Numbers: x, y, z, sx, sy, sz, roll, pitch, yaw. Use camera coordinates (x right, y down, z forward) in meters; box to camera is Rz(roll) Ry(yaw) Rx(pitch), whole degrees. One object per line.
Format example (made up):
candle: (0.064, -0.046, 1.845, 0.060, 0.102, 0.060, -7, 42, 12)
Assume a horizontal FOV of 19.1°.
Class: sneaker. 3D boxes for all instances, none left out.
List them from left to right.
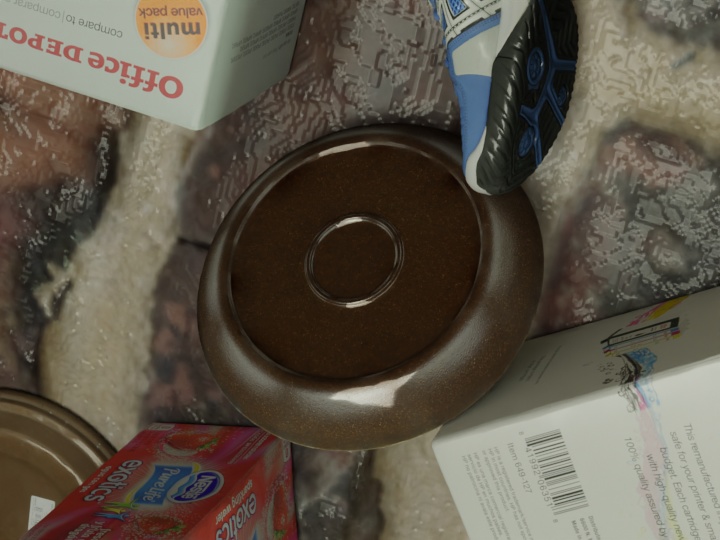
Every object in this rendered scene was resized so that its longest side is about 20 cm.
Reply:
sneaker: (0.070, -0.141, 1.146, 0.077, 0.076, 0.202, 4, 90, 29)

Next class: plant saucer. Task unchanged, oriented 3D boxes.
plant saucer: (-0.227, 0.174, 1.365, 0.199, 0.029, 0.202, 5, 107, 17)
plant saucer: (0.000, 0.000, 1.164, 0.199, 0.032, 0.201, -7, 62, 14)

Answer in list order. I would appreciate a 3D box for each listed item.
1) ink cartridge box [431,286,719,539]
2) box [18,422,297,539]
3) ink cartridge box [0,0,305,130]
ink cartridge box: (0.169, 0.104, 1.146, 0.199, 0.145, 0.148, -17, 101, 23)
box: (-0.112, 0.169, 1.230, 0.094, 0.200, 0.103, 1, 106, 18)
ink cartridge box: (-0.105, -0.199, 1.148, 0.144, 0.145, 0.201, 18, 112, 12)
